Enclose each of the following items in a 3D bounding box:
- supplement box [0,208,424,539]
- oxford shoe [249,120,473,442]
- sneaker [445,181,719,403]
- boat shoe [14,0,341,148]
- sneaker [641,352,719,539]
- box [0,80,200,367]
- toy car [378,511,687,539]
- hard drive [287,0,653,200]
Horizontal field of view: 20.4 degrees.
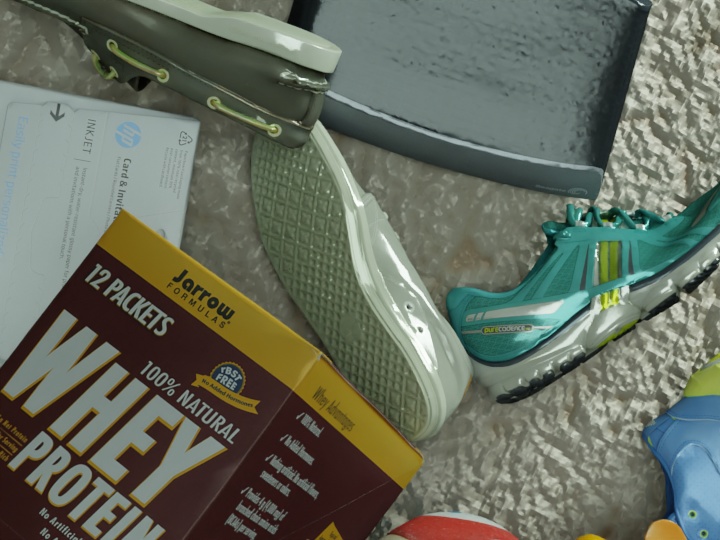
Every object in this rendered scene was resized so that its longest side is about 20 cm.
[{"bbox_3d":[-0.098,0.113,1.007,0.133,0.197,0.200,35,84,24],"label":"supplement box"},{"bbox_3d":[0.000,0.000,1.112,0.058,0.075,0.201,-20,79,-46],"label":"oxford shoe"},{"bbox_3d":[0.139,-0.005,1.118,0.199,0.078,0.080,-31,83,-6],"label":"sneaker"},{"bbox_3d":[-0.111,-0.124,1.086,0.201,0.072,0.061,20,103,12],"label":"boat shoe"},{"bbox_3d":[0.230,0.147,1.129,0.105,0.076,0.201,-32,84,6],"label":"sneaker"},{"bbox_3d":[-0.198,-0.024,1.097,0.199,0.041,0.157,10,87,-5],"label":"box"},{"bbox_3d":[0.113,0.187,1.068,0.199,0.184,0.178,-26,90,-23],"label":"toy car"},{"bbox_3d":[0.059,-0.126,1.126,0.199,0.042,0.136,17,87,-5],"label":"hard drive"}]
